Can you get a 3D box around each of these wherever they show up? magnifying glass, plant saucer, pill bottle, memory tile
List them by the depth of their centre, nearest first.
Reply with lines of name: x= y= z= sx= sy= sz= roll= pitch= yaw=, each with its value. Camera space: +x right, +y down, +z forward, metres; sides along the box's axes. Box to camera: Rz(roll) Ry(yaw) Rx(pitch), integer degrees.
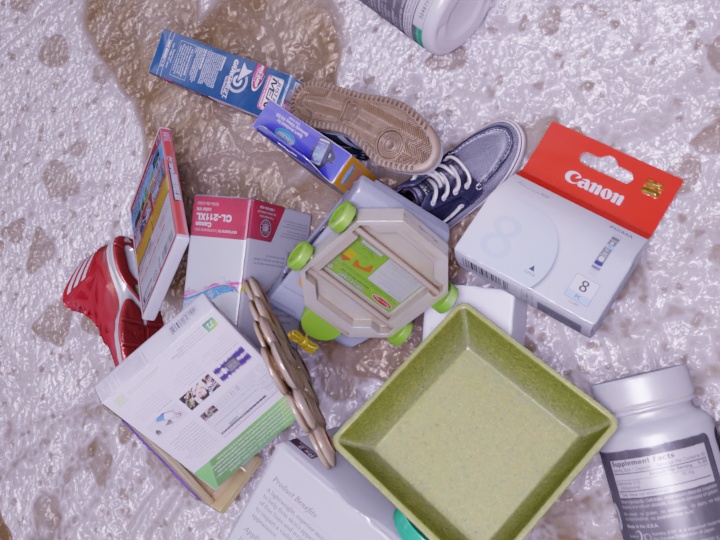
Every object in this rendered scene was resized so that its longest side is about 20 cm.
pill bottle: x=0.295 y=0.198 z=0.832 sx=0.112 sy=0.113 sz=0.202 roll=-17 pitch=79 yaw=22
plant saucer: x=0.109 y=0.164 z=0.836 sx=0.200 sy=0.048 sz=0.200 roll=-45 pitch=61 yaw=-13
magnifying glass: x=0.082 y=0.242 z=0.875 sx=0.079 sy=0.200 sz=0.022 roll=34 pitch=104 yaw=9
memory tile: x=-0.073 y=0.098 z=0.883 sx=0.017 sy=0.200 sz=0.154 roll=-27 pitch=117 yaw=-1
pill bottle: x=0.044 y=-0.343 z=0.973 sx=0.200 sy=0.113 sz=0.113 roll=41 pitch=102 yaw=20

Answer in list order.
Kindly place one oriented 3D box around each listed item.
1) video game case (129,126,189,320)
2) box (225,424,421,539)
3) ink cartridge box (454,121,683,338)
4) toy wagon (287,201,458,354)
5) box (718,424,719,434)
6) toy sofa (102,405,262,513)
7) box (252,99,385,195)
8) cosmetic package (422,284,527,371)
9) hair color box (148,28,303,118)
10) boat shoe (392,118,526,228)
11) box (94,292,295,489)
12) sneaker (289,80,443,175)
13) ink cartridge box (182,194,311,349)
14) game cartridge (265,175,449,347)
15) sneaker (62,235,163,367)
video game case: x=-0.251 y=-0.060 z=1.067 sx=0.143 sy=0.017 sz=0.201 roll=-58 pitch=37 yaw=37
box: x=0.002 y=0.277 z=0.909 sx=0.198 sy=0.200 sz=0.131 roll=35 pitch=102 yaw=22
ink cartridge box: x=0.215 y=-0.055 z=0.886 sx=0.159 sy=0.047 sz=0.201 roll=30 pitch=78 yaw=22
toy wagon: x=-0.002 y=0.017 z=0.903 sx=0.155 sy=0.040 sz=0.200 roll=37 pitch=124 yaw=-20
box: x=0.404 y=0.225 z=0.776 sx=0.097 sy=0.124 sz=0.202 roll=-20 pitch=79 yaw=21
toy sofa: x=-0.210 y=0.187 z=1.005 sx=0.097 sy=0.201 sz=0.083 roll=14 pitch=56 yaw=40
box: x=-0.037 y=-0.119 z=0.953 sx=0.119 sy=0.200 sz=0.042 roll=36 pitch=91 yaw=21
cosmetic package: x=0.120 y=0.118 z=0.937 sx=0.101 sy=0.071 sz=0.202 roll=4 pitch=88 yaw=24
hair color box: x=-0.151 y=-0.229 z=1.066 sx=0.199 sy=0.100 sz=0.061 roll=24 pitch=97 yaw=24
boat shoe: x=0.096 y=-0.093 z=0.951 sx=0.200 sy=0.093 sz=0.075 roll=-47 pitch=70 yaw=14
box: x=-0.159 y=0.133 z=0.910 sx=0.144 sy=0.200 sz=0.036 roll=-40 pitch=41 yaw=-4
sneaker: x=0.024 y=-0.152 z=0.974 sx=0.199 sy=0.108 sz=0.070 roll=28 pitch=93 yaw=29
ink cartridge box: x=-0.135 y=0.022 z=1.016 sx=0.082 sy=0.146 sz=0.202 roll=6 pitch=88 yaw=24
game cartridge: x=0.000 y=0.000 z=0.937 sx=0.133 sy=0.042 sz=0.200 roll=32 pitch=125 yaw=-14
sneaker: x=-0.331 y=0.066 z=1.149 sx=0.115 sy=0.078 sz=0.202 roll=-22 pitch=65 yaw=29
